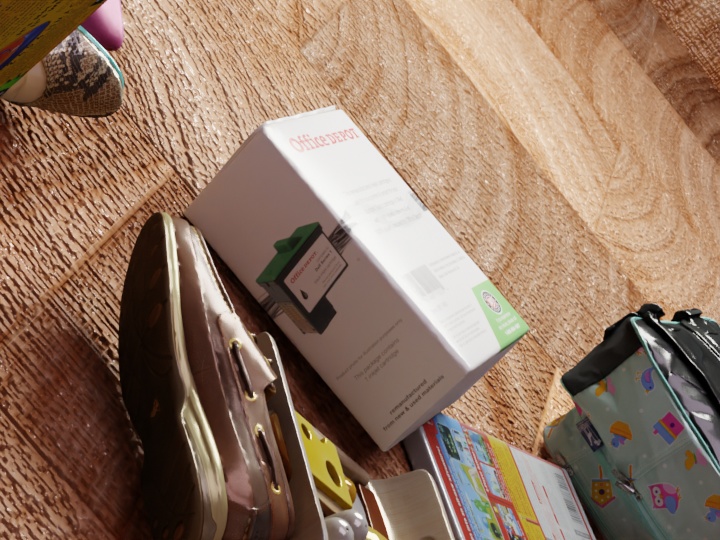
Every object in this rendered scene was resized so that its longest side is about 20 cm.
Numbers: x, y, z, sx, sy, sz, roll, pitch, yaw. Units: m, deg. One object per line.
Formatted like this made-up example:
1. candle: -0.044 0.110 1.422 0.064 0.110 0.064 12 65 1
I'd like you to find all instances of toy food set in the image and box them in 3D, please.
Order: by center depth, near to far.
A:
1. toy food set: 0.006 0.133 1.065 0.200 0.060 0.144 46 20 -49

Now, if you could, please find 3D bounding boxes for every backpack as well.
1. backpack: 0.247 0.145 1.442 0.200 0.153 0.175 52 22 24

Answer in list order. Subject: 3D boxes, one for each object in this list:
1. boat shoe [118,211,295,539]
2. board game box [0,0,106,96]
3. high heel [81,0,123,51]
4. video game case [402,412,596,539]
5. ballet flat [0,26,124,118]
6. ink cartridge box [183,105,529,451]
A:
1. boat shoe: -0.081 0.060 1.000 0.067 0.072 0.201 7 51 -29
2. board game box: -0.231 -0.180 0.902 0.200 0.200 0.200 52 21 -3
3. high heel: -0.178 -0.221 1.238 0.096 0.067 0.201 32 33 -21
4. video game case: 0.106 0.173 1.299 0.200 0.017 0.144 28 33 -47
5. ballet flat: -0.223 -0.145 1.071 0.200 0.068 0.075 46 44 -5
6. ink cartridge box: 0.000 0.000 1.234 0.200 0.084 0.146 49 21 7
